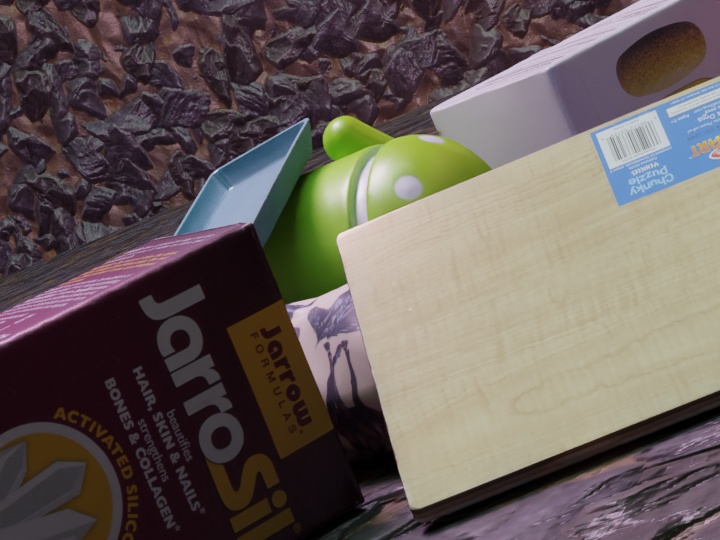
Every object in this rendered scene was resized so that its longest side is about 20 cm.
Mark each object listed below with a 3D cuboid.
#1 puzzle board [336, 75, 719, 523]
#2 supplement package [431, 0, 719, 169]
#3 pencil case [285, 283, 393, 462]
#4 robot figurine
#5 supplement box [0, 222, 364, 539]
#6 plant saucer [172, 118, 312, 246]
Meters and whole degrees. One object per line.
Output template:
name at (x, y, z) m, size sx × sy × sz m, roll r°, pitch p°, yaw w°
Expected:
puzzle board at (0.097, 0.005, 0.773) m, size 0.198 × 0.017 × 0.151 m, roll -22°, pitch 46°, yaw 6°
supplement package at (0.160, -0.086, 1.114) m, size 0.199 × 0.115 × 0.109 m, roll -30°, pitch 8°, yaw -34°
pencil case at (-0.025, 0.047, 0.902) m, size 0.199 × 0.078 × 0.090 m, roll -18°, pitch 53°, yaw 43°
robot figurine at (0.000, 0.000, 1.040) m, size 0.199 × 0.116 × 0.176 m, roll -20°, pitch 31°, yaw 32°
supplement box at (-0.119, 0.081, 0.785) m, size 0.199 × 0.132 × 0.103 m, roll -28°, pitch 10°, yaw -31°
plant saucer at (-0.071, -0.011, 0.973) m, size 0.070 × 0.019 × 0.200 m, roll -27°, pitch 21°, yaw 27°
